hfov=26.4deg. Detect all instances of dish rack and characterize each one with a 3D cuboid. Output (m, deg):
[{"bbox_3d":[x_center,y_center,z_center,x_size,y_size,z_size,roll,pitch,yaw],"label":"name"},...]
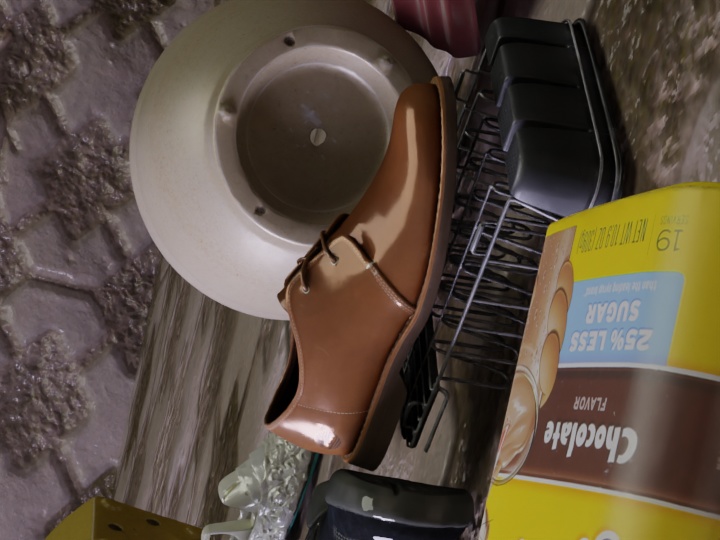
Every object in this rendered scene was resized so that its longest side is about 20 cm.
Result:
[{"bbox_3d":[0.061,-0.014,0.760,0.154,0.054,0.201,-90,16,-53],"label":"dish rack"}]

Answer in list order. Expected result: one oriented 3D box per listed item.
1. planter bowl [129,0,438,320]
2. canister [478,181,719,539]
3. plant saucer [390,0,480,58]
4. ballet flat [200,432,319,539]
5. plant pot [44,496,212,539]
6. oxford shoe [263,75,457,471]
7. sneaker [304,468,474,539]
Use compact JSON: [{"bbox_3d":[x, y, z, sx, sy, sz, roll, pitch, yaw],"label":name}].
[{"bbox_3d":[-0.032,-0.071,0.877,0.135,0.198,0.203,180,104,-81],"label":"planter bowl"},{"bbox_3d":[0.086,0.085,0.462,0.148,0.086,0.203,160,124,-75],"label":"canister"},{"bbox_3d":[0.033,-0.226,0.921,0.201,0.050,0.203,-9,-90,-85],"label":"plant saucer"},{"bbox_3d":[-0.084,0.194,1.162,0.072,0.071,0.202,-108,34,-68],"label":"ballet flat"},{"bbox_3d":[-0.213,0.320,1.343,0.196,0.192,0.202,-122,53,-73],"label":"plant pot"},{"bbox_3d":[0.000,0.000,0.740,0.071,0.070,0.202,-106,31,-72],"label":"oxford shoe"},{"bbox_3d":[0.005,0.160,0.774,0.199,0.075,0.116,132,148,-72],"label":"sneaker"}]
